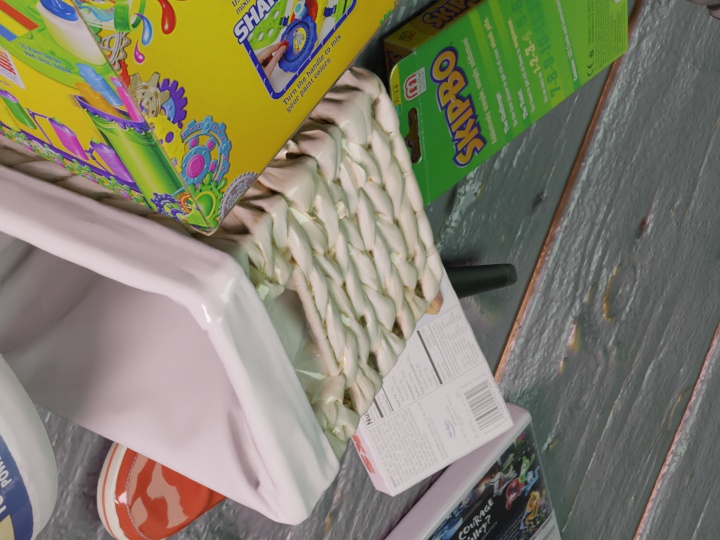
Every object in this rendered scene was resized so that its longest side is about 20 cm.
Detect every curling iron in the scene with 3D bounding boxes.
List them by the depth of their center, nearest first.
[{"bbox_3d":[0.015,0.021,1.059,0.199,0.025,0.050,-19,123,-45],"label":"curling iron"}]

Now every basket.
[{"bbox_3d":[-0.080,-0.016,0.762,0.124,0.199,0.136,-51,144,-27],"label":"basket"}]

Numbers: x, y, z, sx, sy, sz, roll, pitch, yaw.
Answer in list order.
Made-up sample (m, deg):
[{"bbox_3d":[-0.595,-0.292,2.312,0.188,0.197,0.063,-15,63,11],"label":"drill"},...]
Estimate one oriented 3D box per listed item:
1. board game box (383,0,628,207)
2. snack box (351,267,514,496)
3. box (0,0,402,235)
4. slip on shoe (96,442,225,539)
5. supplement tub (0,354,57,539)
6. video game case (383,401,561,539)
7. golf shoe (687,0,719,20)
[{"bbox_3d":[0.077,-0.116,1.055,0.200,0.030,0.096,-40,138,-35],"label":"board game box"},{"bbox_3d":[0.000,0.000,0.921,0.072,0.024,0.201,-28,101,-16],"label":"snack box"},{"bbox_3d":[-0.114,-0.143,0.628,0.122,0.199,0.193,-51,145,-18],"label":"box"},{"bbox_3d":[-0.042,0.064,0.955,0.199,0.061,0.074,-36,125,-12],"label":"slip on shoe"},{"bbox_3d":[-0.220,0.093,0.686,0.200,0.144,0.145,-42,140,-29],"label":"supplement tub"},{"bbox_3d":[0.053,0.207,1.234,0.200,0.023,0.182,-45,142,-25],"label":"video game case"},{"bbox_3d":[0.240,-0.247,1.147,0.094,0.077,0.201,34,81,-55],"label":"golf shoe"}]
